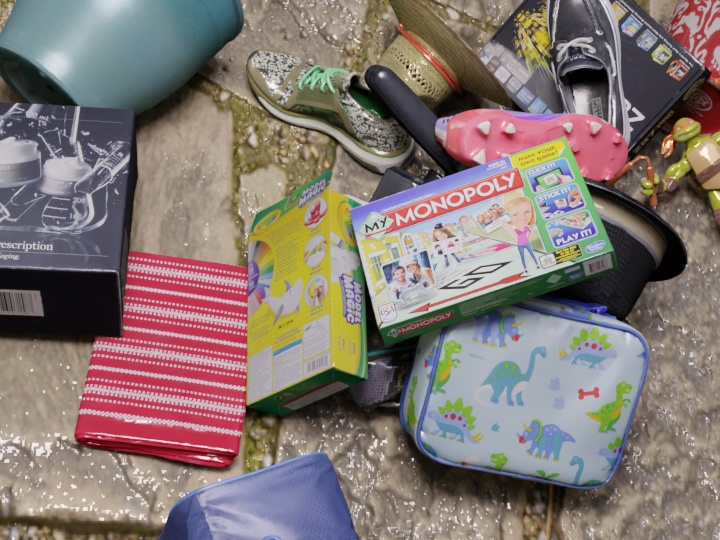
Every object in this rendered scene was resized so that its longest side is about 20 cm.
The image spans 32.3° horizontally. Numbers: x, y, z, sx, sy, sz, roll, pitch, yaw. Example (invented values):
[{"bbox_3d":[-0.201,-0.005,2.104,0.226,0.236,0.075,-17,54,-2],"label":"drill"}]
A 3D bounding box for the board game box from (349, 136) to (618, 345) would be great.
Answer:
[{"bbox_3d":[0.098,-0.027,1.043,0.198,0.029,0.135,-19,51,5],"label":"board game box"}]

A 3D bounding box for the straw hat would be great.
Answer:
[{"bbox_3d":[0.060,-0.205,1.282,0.085,0.201,0.201,-45,73,3],"label":"straw hat"}]

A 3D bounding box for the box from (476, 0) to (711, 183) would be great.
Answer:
[{"bbox_3d":[0.242,-0.215,1.315,0.200,0.161,0.049,49,19,18],"label":"box"}]

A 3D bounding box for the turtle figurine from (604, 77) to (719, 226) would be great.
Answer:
[{"bbox_3d":[0.363,-0.095,1.295,0.199,0.064,0.162,-35,86,3],"label":"turtle figurine"}]

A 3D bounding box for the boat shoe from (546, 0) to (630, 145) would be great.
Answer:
[{"bbox_3d":[0.225,-0.209,1.259,0.071,0.068,0.202,-10,86,24],"label":"boat shoe"}]

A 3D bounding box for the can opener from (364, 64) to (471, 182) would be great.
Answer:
[{"bbox_3d":[0.074,-0.121,1.209,0.079,0.063,0.200,-43,113,-10],"label":"can opener"}]

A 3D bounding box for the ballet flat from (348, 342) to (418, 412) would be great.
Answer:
[{"bbox_3d":[0.078,0.087,1.148,0.199,0.072,0.072,-15,63,-21],"label":"ballet flat"}]

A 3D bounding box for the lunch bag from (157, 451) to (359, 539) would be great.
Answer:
[{"bbox_3d":[-0.070,0.237,0.935,0.135,0.200,0.133,-14,65,-25],"label":"lunch bag"}]

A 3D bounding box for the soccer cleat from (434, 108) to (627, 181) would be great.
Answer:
[{"bbox_3d":[0.166,-0.123,1.185,0.199,0.067,0.076,1,18,-29],"label":"soccer cleat"}]

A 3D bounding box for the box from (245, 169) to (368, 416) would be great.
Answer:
[{"bbox_3d":[-0.050,0.017,1.114,0.048,0.117,0.202,22,54,-40],"label":"box"}]

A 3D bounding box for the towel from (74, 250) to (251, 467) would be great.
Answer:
[{"bbox_3d":[-0.168,0.076,1.119,0.143,0.023,0.201,8,56,-4],"label":"towel"}]

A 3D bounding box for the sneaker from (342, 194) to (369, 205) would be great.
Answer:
[{"bbox_3d":[0.062,-0.019,1.201,0.198,0.080,0.129,25,24,36],"label":"sneaker"}]

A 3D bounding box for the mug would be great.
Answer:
[{"bbox_3d":[0.414,-0.245,1.371,0.176,0.134,0.201,16,58,25],"label":"mug"}]

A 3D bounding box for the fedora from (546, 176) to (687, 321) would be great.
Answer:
[{"bbox_3d":[0.196,-0.011,1.146,0.199,0.201,0.092,22,72,2],"label":"fedora"}]

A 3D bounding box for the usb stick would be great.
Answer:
[{"bbox_3d":[0.000,0.000,1.128,0.055,0.033,0.201,32,96,38],"label":"usb stick"}]

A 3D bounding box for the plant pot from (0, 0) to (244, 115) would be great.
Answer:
[{"bbox_3d":[-0.246,-0.232,1.199,0.199,0.200,0.188,33,70,9],"label":"plant pot"}]

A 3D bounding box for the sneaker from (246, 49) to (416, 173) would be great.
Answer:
[{"bbox_3d":[-0.024,-0.184,1.269,0.199,0.089,0.077,29,57,6],"label":"sneaker"}]

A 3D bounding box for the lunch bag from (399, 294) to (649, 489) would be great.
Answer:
[{"bbox_3d":[0.144,0.097,1.085,0.198,0.082,0.162,12,97,-13],"label":"lunch bag"}]

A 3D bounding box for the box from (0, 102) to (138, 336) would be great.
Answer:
[{"bbox_3d":[-0.304,-0.049,1.107,0.198,0.104,0.183,2,55,-7],"label":"box"}]
